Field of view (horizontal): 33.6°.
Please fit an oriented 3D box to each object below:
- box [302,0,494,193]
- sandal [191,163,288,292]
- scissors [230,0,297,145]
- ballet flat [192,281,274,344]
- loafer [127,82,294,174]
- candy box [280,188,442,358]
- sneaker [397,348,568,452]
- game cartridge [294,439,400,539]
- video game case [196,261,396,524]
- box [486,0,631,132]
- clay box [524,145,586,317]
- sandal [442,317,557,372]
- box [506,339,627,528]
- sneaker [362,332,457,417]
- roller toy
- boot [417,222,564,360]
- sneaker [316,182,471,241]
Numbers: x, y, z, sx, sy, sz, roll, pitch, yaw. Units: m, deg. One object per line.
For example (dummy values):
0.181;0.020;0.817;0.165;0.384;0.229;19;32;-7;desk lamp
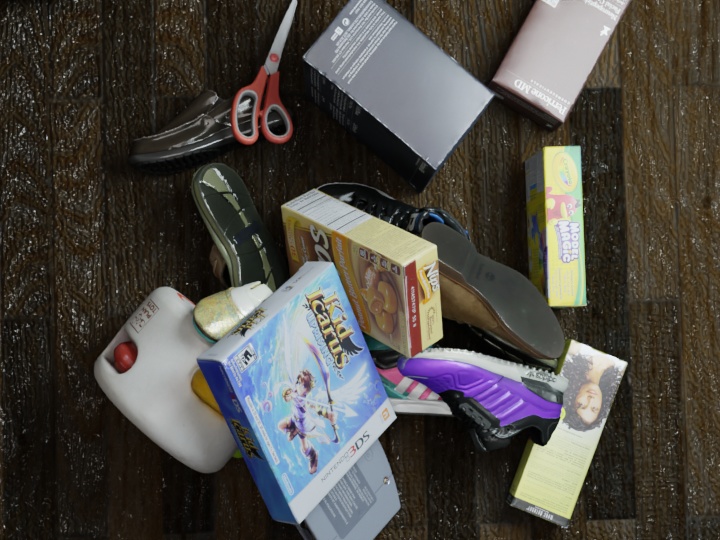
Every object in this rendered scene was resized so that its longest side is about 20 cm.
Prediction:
0.037;-0.192;1.310;0.182;0.200;0.104;41;87;0;box
-0.141;-0.024;1.362;0.079;0.057;0.204;-28;100;-43;sandal
-0.108;-0.233;1.358;0.072;0.014;0.204;8;70;-15;scissors
-0.105;0.044;1.267;0.070;0.199;0.072;-3;83;26;ballet flat
-0.177;-0.168;1.373;0.197;0.073;0.072;-20;84;-12;loafer
0.000;0.000;1.292;0.055;0.199;0.117;-29;128;-33;candy box
0.130;0.144;1.292;0.197;0.069;0.101;14;82;-13;sneaker
-0.035;0.218;1.321;0.133;0.040;0.202;-40;113;-28;game cartridge
-0.059;0.124;1.233;0.181;0.045;0.202;-43;120;-39;video game case
0.235;-0.276;1.383;0.099;0.075;0.202;29;89;0;box
0.220;-0.032;1.350;0.047;0.115;0.204;-3;88;-3;clay box
0.145;0.052;1.366;0.200;0.080;0.058;36;73;1;sandal
0.236;0.186;1.373;0.074;0.050;0.203;20;88;0;box
0.081;0.098;1.360;0.196;0.084;0.123;2;97;0;sneaker
-0.185;0.113;1.296;0.182;0.200;0.140;40;87;13;roller toy
0.131;0.034;1.284;0.199;0.076;0.074;38;44;-2;boot
0.039;-0.058;1.345;0.197;0.112;0.074;22;78;-2;sneaker
